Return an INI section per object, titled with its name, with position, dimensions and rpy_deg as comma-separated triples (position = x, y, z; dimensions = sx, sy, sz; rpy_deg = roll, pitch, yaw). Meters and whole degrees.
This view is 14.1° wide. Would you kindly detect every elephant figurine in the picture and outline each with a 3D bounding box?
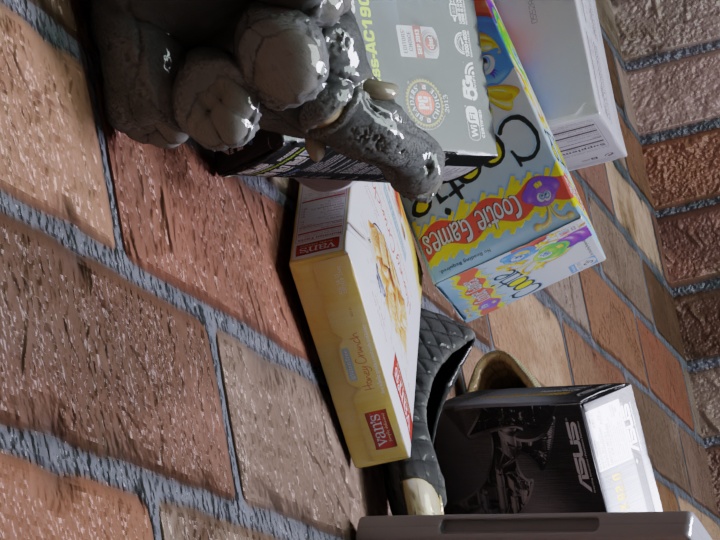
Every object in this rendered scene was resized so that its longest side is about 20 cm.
[elephant figurine]
position = -0.047, -0.112, 1.382
dimensions = 0.200, 0.141, 0.156
rpy_deg = -1, 92, -72

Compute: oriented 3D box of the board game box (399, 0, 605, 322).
[board game box]
position = 0.067, -0.086, 1.855
dimensions = 0.105, 0.103, 0.201
rpy_deg = 48, 19, -70

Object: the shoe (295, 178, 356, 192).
[shoe]
position = -0.030, -0.146, 1.634
dimensions = 0.091, 0.071, 0.201
rpy_deg = -31, 103, -72

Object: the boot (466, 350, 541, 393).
[boot]
position = 0.128, 0.169, 2.041
dimensions = 0.156, 0.073, 0.201
rpy_deg = 59, 19, -58

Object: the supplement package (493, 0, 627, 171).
[supplement package]
position = 0.082, -0.166, 1.987
dimensions = 0.111, 0.155, 0.201
rpy_deg = 42, 37, -69

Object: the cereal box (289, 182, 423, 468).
[cereal box]
position = 0.000, 0.000, 1.693
dimensions = 0.200, 0.039, 0.144
rpy_deg = -86, 162, -58

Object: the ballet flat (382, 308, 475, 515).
[ballet flat]
position = 0.042, 0.090, 1.734
dimensions = 0.200, 0.057, 0.067
rpy_deg = -88, 179, -50

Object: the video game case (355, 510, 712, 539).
[video game case]
position = 0.114, 0.175, 1.622
dimensions = 0.143, 0.199, 0.018
rpy_deg = 52, 43, -48

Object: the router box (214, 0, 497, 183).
[router box]
position = -0.014, -0.148, 1.538
dimensions = 0.149, 0.062, 0.201
rpy_deg = 0, 75, -39

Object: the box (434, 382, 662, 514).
[box]
position = 0.130, 0.174, 1.861
dimensions = 0.048, 0.158, 0.201
rpy_deg = -19, 98, -37
